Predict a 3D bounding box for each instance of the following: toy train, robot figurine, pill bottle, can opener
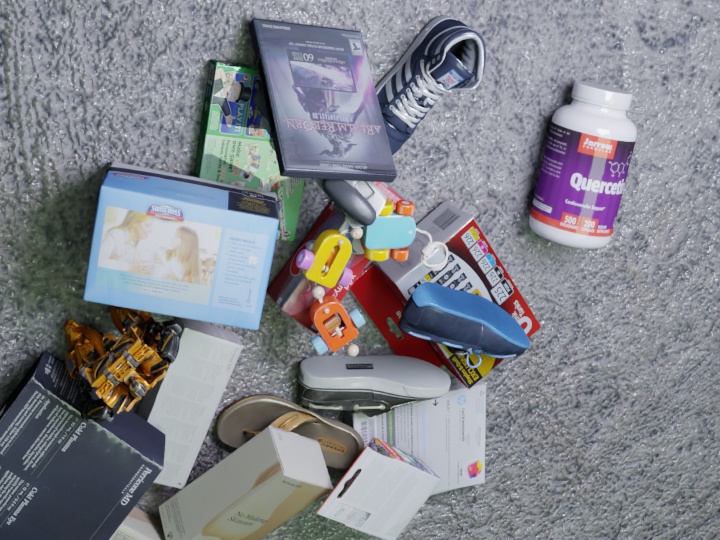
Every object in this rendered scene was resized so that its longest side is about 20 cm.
[{"bbox_3d":[0.000,0.000,1.396,0.199,0.056,0.151,-38,119,-2],"label":"toy train"},{"bbox_3d":[-0.273,0.088,1.305,0.145,0.200,0.058,-44,119,-3],"label":"robot figurine"},{"bbox_3d":[0.291,-0.137,1.516,0.111,0.112,0.203,4,107,-24],"label":"pill bottle"},{"bbox_3d":[-0.045,-0.135,1.321,0.053,0.067,0.201,-39,91,-4],"label":"can opener"}]

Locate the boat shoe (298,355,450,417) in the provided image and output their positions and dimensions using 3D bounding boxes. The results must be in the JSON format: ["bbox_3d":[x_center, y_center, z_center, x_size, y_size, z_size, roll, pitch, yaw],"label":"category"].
[{"bbox_3d":[0.017,0.152,1.516,0.196,0.071,0.065,4,118,-1],"label":"boat shoe"}]

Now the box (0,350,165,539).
[{"bbox_3d":[-0.354,0.234,1.349,0.181,0.104,0.201,38,96,-14],"label":"box"}]

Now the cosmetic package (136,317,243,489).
[{"bbox_3d":[-0.222,0.163,1.439,0.082,0.051,0.202,20,100,-25],"label":"cosmetic package"}]

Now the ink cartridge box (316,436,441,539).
[{"bbox_3d":[0.014,0.276,1.497,0.109,0.050,0.199,-52,142,3],"label":"ink cartridge box"}]

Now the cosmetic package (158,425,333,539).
[{"bbox_3d":[-0.143,0.282,1.447,0.199,0.072,0.105,-38,143,22],"label":"cosmetic package"}]

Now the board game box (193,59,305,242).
[{"bbox_3d":[-0.126,-0.138,1.384,0.133,0.029,0.203,4,107,-25],"label":"board game box"}]

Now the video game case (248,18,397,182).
[{"bbox_3d":[-0.043,-0.193,1.322,0.141,0.203,0.019,1,151,-29],"label":"video game case"}]

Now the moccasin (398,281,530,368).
[{"bbox_3d":[0.124,0.068,1.443,0.198,0.081,0.068,24,118,-33],"label":"moccasin"}]

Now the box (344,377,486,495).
[{"bbox_3d":[0.076,0.236,1.600,0.197,0.041,0.159,-10,113,-19],"label":"box"}]

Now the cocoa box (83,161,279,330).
[{"bbox_3d":[-0.198,-0.029,1.307,0.197,0.131,0.136,10,105,-9],"label":"cocoa box"}]

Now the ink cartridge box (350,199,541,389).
[{"bbox_3d":[0.110,0.046,1.521,0.175,0.084,0.201,-40,119,-5],"label":"ink cartridge box"}]

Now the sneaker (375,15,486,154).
[{"bbox_3d":[0.075,-0.211,1.398,0.070,0.108,0.201,31,94,-28],"label":"sneaker"}]

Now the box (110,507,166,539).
[{"bbox_3d":[-0.261,0.377,1.483,0.199,0.078,0.095,38,92,-29],"label":"box"}]

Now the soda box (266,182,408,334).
[{"bbox_3d":[-0.028,-0.027,1.442,0.063,0.070,0.201,35,93,-28],"label":"soda box"}]

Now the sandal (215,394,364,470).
[{"bbox_3d":[-0.087,0.214,1.498,0.197,0.054,0.081,18,103,-10],"label":"sandal"}]
